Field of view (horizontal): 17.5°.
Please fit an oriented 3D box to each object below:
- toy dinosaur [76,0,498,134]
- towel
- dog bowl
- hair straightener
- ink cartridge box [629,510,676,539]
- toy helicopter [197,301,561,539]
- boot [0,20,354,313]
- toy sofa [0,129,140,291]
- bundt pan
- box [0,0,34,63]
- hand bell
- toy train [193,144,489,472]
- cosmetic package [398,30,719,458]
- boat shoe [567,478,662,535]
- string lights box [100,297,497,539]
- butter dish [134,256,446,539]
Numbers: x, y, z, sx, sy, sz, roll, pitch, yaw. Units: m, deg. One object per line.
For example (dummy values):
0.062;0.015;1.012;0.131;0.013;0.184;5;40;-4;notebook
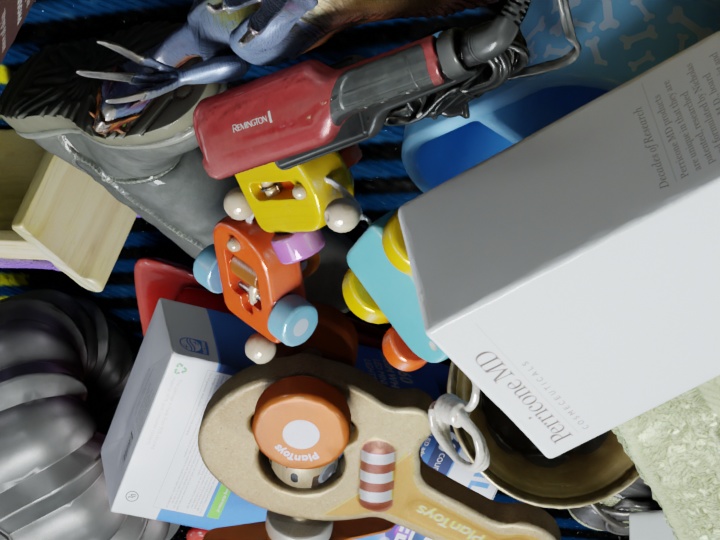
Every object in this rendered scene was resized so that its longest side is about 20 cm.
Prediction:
-0.048;-0.094;0.971;0.200;0.105;0.181;21;162;-4;toy dinosaur
0.183;0.071;0.995;0.148;0.037;0.200;-13;134;24;towel
0.089;-0.063;0.978;0.111;0.050;0.200;31;156;-20;dog bowl
0.018;-0.079;0.920;0.077;0.041;0.200;-10;171;-40;hair straightener
0.244;0.162;1.181;0.200;0.083;0.146;-4;169;17;ink cartridge box
0.009;0.114;1.179;0.200;0.079;0.132;27;122;-15;toy helicopter
-0.065;-0.037;1.155;0.200;0.073;0.182;44;163;-30;boot
-0.200;-0.033;1.276;0.200;0.083;0.098;2;149;41;toy sofa
-0.173;0.099;1.436;0.076;0.202;0.202;-25;138;17;bundt pan
-0.237;-0.121;0.953;0.166;0.200;0.164;23;158;2;box
0.072;0.059;1.135;0.104;0.104;0.200;26;173;-8;hand bell
0.000;0.000;1.043;0.200;0.056;0.150;31;143;40;toy train
0.127;-0.020;0.879;0.200;0.071;0.101;-29;134;18;cosmetic package
0.137;0.107;1.227;0.072;0.066;0.201;35;178;6;boat shoe
-0.026;0.092;1.243;0.200;0.103;0.059;14;-154;-20;string lights box
-0.056;0.105;1.368;0.199;0.148;0.200;19;157;6;butter dish
